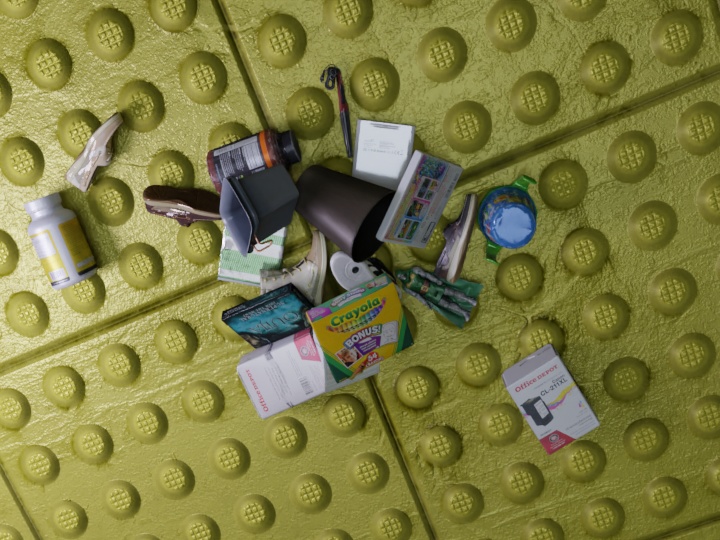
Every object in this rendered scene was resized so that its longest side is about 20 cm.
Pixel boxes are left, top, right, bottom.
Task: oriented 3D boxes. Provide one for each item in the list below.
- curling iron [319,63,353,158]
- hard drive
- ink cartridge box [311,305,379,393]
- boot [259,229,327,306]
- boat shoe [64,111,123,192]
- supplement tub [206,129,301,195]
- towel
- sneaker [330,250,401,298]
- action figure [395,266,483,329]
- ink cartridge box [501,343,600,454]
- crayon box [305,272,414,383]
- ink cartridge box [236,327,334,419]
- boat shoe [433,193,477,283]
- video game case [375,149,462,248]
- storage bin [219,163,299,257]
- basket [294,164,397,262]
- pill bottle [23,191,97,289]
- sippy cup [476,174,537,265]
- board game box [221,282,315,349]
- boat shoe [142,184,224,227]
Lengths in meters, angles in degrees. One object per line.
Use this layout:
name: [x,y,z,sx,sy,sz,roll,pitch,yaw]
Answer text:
curling iron: [-0.046,-0.347,1.669,0.048,0.026,0.205,-15,102,0]
hard drive: [0.047,-0.226,1.695,0.128,0.026,0.206,7,105,2]
ink cartridge box: [-0.030,0.162,1.754,0.157,0.047,0.205,-16,118,-29]
boot: [-0.154,0.001,1.730,0.150,0.072,0.205,4,110,-8]
boat shoe: [-0.583,-0.264,1.704,0.065,0.072,0.200,38,106,-15]
supplement tub: [-0.230,-0.241,1.667,0.195,0.107,0.109,-18,103,7]
towel: [-0.248,-0.065,1.756,0.148,0.023,0.205,10,103,0]
sneaker: [0.000,0.000,1.702,0.198,0.113,0.073,34,108,-31]
action figure: [0.169,0.047,1.745,0.196,0.055,0.120,24,107,1]
ink cartridge box: [0.441,0.299,1.774,0.144,0.083,0.202,-33,101,11]
crayon box: [0.002,0.126,1.665,0.196,0.058,0.175,-26,123,-7]
ink cartridge box: [-0.172,0.237,1.795,0.196,0.083,0.149,-24,102,8]
boat shoe: [0.212,-0.076,1.699,0.063,0.072,0.205,17,99,15]
video game case: [0.129,-0.148,1.644,0.024,0.180,0.204,35,107,33]
storage bin: [-0.207,-0.129,1.623,0.132,0.200,0.147,-28,78,-20]
basket: [-0.039,-0.137,1.637,0.198,0.137,0.181,30,65,26]
pill bottle: [-0.686,-0.069,1.734,0.109,0.112,0.205,-17,103,8]
sippy cup: [0.325,-0.108,1.654,0.136,0.131,0.183,-11,103,6]
board game box: [-0.200,0.106,1.735,0.196,0.029,0.135,-22,134,24]
boat shoe: [-0.396,-0.139,1.730,0.194,0.073,0.073,8,135,-2]
